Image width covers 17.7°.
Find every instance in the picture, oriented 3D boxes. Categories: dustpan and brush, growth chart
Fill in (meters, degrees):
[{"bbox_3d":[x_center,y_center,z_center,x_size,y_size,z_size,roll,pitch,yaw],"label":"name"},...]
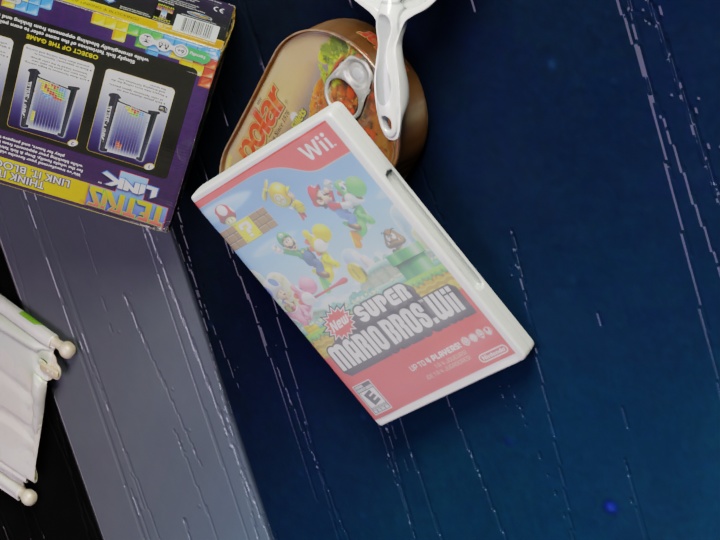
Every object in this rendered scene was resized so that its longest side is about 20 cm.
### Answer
[{"bbox_3d":[0.023,-0.179,1.361,0.139,0.057,0.201,13,120,39],"label":"dustpan and brush"},{"bbox_3d":[-0.295,0.094,1.842,0.145,0.018,0.200,38,133,23],"label":"growth chart"}]

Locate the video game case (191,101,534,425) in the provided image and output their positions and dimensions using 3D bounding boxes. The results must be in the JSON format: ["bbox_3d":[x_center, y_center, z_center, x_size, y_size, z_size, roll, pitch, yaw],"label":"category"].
[{"bbox_3d":[0.000,0.000,1.466,0.143,0.017,0.200,-28,106,43],"label":"video game case"}]

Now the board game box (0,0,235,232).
[{"bbox_3d":[-0.199,-0.127,1.533,0.199,0.057,0.166,17,132,-5],"label":"board game box"}]

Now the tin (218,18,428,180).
[{"bbox_3d":[-0.025,-0.077,1.480,0.112,0.042,0.200,44,136,11],"label":"tin"}]
